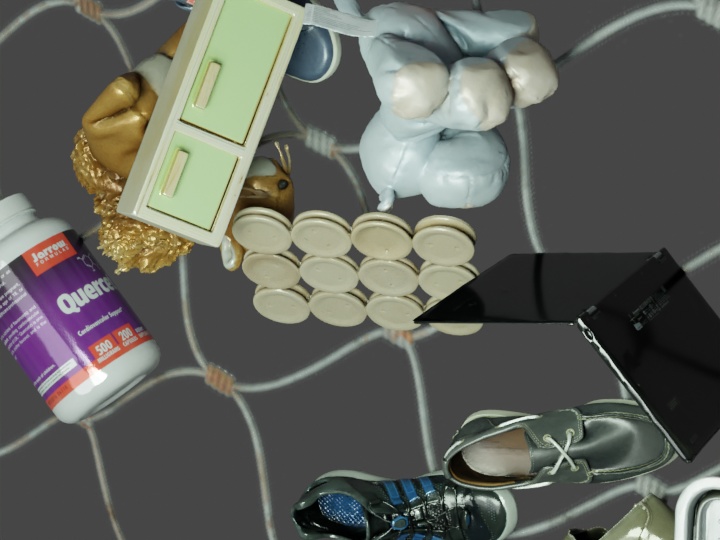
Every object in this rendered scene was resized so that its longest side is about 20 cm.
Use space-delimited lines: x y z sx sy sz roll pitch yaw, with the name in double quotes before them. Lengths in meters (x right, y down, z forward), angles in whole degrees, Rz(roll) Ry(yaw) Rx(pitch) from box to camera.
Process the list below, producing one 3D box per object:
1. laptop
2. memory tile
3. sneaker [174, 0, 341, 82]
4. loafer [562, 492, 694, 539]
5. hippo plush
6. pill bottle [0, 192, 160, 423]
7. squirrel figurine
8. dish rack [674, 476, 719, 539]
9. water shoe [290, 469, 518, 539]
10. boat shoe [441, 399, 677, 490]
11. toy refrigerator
"laptop" 0.177 0.059 1.413 0.116 0.187 0.200 -41 85 32
"memory tile" 0.000 0.000 1.524 0.200 0.017 0.153 4 145 13
"sneaker" -0.106 -0.221 1.536 0.200 0.085 0.075 41 120 11
"loafer" 0.190 0.244 1.541 0.200 0.075 0.070 -35 76 27
"hippo plush" 0.046 -0.113 1.444 0.200 0.159 0.161 11 123 7
"pill bottle" -0.278 0.032 1.693 0.112 0.112 0.200 -38 86 32
"squirrel figurine" -0.147 -0.081 1.591 0.187 0.142 0.200 45 129 -4
"dish rack" 0.339 0.245 1.425 0.200 0.044 0.172 2 91 27
"water shoe" 0.036 0.215 1.602 0.200 0.079 0.072 -3 105 29
"boat shoe" 0.163 0.148 1.521 0.200 0.068 0.072 -6 101 28
"toy refrigerator" -0.116 -0.125 1.464 0.076 0.070 0.200 22 87 -20
